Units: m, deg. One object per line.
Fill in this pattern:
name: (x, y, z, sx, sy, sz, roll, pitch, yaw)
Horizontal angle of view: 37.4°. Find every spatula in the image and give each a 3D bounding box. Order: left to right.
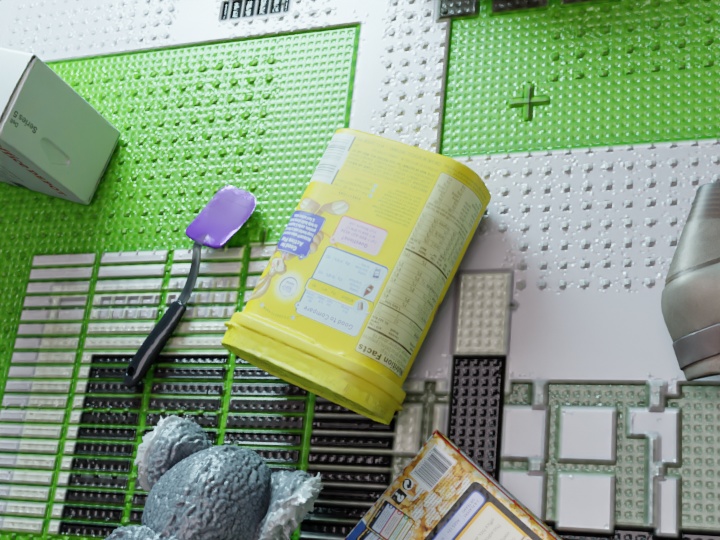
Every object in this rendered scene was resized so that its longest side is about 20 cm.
spatula: (-0.153, 0.013, 0.928, 0.056, 0.021, 0.200, 21, 81, 40)

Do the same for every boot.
boot: (0.308, 0.011, 0.723, 0.200, 0.070, 0.147, -2, 75, 23)

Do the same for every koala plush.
koala plush: (-0.124, 0.210, 0.767, 0.177, 0.184, 0.200, 19, 64, 30)

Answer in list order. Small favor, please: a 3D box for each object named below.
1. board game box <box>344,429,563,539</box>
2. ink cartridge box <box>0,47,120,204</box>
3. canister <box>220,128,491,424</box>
board game box: (0.080, 0.233, 0.733, 0.200, 0.046, 0.152, 40, 88, 30)
ink cartridge box: (-0.352, -0.145, 1.002, 0.200, 0.146, 0.084, 15, 74, 26)
canister: (0.000, 0.000, 0.836, 0.148, 0.087, 0.200, 21, 77, 27)
